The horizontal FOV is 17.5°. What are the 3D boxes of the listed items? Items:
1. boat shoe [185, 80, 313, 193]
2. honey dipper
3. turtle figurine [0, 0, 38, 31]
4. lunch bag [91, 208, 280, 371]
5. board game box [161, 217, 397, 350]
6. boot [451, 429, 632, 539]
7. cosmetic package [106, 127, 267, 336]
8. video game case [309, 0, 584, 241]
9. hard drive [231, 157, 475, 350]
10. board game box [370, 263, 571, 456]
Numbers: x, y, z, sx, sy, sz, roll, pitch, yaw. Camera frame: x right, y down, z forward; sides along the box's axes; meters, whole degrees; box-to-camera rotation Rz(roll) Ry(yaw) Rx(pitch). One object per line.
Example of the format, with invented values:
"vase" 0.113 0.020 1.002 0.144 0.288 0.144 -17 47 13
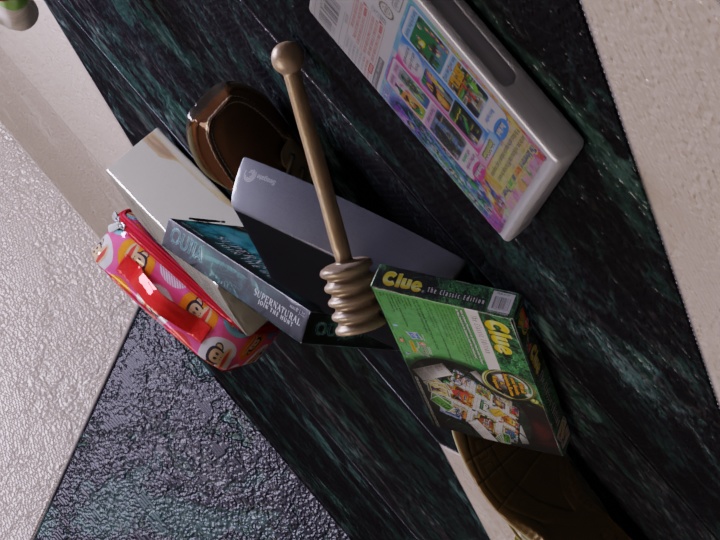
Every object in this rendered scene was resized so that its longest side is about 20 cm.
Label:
"boat shoe" -0.059 -0.068 1.765 0.074 0.076 0.200 36 171 39
"honey dipper" -0.024 -0.056 1.569 0.038 0.038 0.202 -161 55 -72
"turtle figurine" -0.325 -0.291 1.943 0.194 0.198 0.145 65 -163 -70
"lunch bag" -0.183 0.018 2.422 0.200 0.082 0.176 41 -166 10
"board game box" -0.048 0.011 1.833 0.135 0.028 0.200 6 -162 -41
"boot" 0.134 0.176 1.772 0.200 0.072 0.155 50 173 4
"cosmetic package" -0.155 -0.039 2.292 0.200 0.071 0.105 45 170 32
"video game case" 0.041 -0.109 1.265 0.182 0.024 0.200 50 170 5
"hard drive" 0.000 0.000 1.665 0.199 0.042 0.135 26 158 29
"board game box" 0.079 0.064 1.604 0.104 0.024 0.200 15 154 23
